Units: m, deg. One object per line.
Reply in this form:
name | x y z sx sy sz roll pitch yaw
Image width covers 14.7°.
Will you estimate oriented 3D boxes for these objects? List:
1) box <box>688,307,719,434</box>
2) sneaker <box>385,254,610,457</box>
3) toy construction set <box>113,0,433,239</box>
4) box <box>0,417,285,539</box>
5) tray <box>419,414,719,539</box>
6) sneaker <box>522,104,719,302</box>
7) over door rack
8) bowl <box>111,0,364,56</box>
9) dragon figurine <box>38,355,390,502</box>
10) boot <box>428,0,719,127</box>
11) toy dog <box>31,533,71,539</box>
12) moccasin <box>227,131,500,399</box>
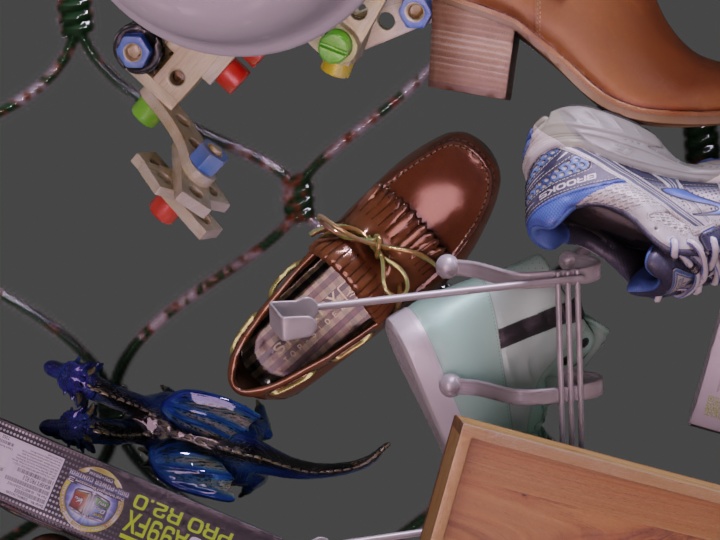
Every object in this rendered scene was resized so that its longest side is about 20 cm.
box | 0.299 0.045 1.567 0.199 0.036 0.145 17 107 7
sneaker | 0.104 0.089 1.593 0.118 0.074 0.201 -27 114 -6
toy construction set | -0.062 -0.119 1.565 0.131 0.092 0.200 42 96 -3
box | -0.118 0.150 1.601 0.199 0.160 0.044 23 81 3
tray | 0.133 0.150 1.472 0.199 0.037 0.099 15 95 -9
sneaker | 0.178 -0.015 1.495 0.199 0.085 0.077 15 142 2
over door rack | 0.037 0.072 1.500 0.199 0.067 0.149 -9 105 -25
bowl | -0.076 -0.207 1.455 0.200 0.090 0.202 2 102 10
dragon figurine | -0.089 0.099 1.608 0.199 0.099 0.059 16 90 8
boot | 0.139 -0.162 1.530 0.199 0.077 0.156 10 95 5
toy dog | -0.174 0.257 1.623 0.139 0.194 0.200 -37 93 -20
moccasin | -0.001 -0.001 1.583 0.201 0.078 0.074 -38 88 17
